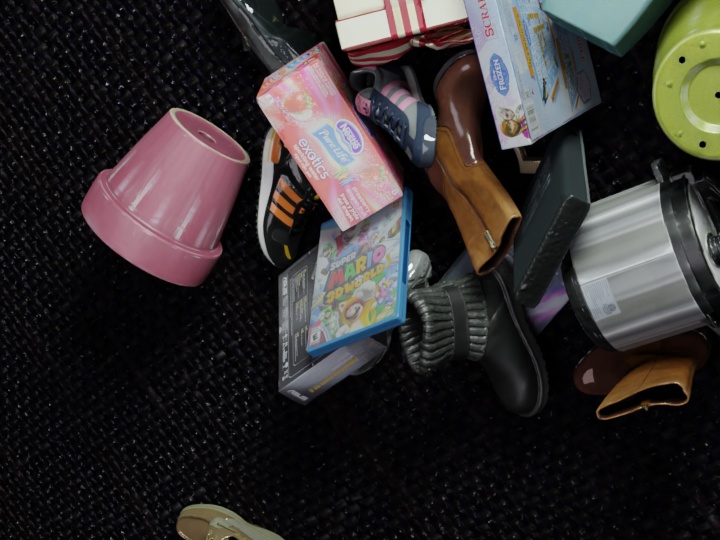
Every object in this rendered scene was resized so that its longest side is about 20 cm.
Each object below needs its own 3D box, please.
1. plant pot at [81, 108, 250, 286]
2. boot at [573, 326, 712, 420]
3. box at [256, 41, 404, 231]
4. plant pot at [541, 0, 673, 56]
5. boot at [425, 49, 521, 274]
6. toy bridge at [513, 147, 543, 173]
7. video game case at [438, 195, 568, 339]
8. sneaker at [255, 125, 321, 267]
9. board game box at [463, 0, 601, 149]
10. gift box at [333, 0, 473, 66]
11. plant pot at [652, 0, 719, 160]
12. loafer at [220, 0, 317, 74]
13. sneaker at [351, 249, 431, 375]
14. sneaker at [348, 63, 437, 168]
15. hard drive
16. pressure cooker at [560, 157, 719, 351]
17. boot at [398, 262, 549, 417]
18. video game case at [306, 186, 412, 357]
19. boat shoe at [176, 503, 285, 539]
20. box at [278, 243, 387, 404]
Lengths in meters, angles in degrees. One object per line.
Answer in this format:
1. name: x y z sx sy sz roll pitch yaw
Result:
1. plant pot: -0.248 -0.109 1.607 0.199 0.200 0.180 38 105 10
2. boot: 0.312 0.136 1.392 0.186 0.200 0.069 -14 102 30
3. box: -0.034 -0.166 1.480 0.094 0.103 0.201 -29 108 14
4. plant pot: 0.278 -0.336 1.241 0.140 0.141 0.202 30 100 14
5. boot: 0.133 -0.128 1.383 0.189 0.068 0.201 115 146 -41
6. toy bridge: 0.190 -0.216 1.429 0.066 0.027 0.203 2 110 27
7. video game case: 0.184 0.023 1.525 0.143 0.019 0.201 42 120 8
8. sneaker: -0.084 -0.094 1.587 0.089 0.070 0.203 12 111 26
9. board game box: 0.189 -0.256 1.314 0.041 0.199 0.202 -7 104 36
10. gift box: 0.060 -0.343 1.367 0.182 0.200 0.189 -11 100 16
11. plant pot: 0.386 -0.200 1.239 0.198 0.193 0.203 9 111 24
12. loafer: -0.133 -0.309 1.537 0.200 0.073 0.072 49 126 5
13. sneaker: 0.015 0.040 1.585 0.099 0.078 0.201 46 115 23
14. sneaker: 0.037 -0.183 1.419 0.081 0.201 0.071 1 123 -14
15. hard drive: 0.212 -0.066 1.348 0.033 0.201 0.141 22 119 -4
16. pressure cooker: 0.340 -0.012 1.334 0.198 0.180 0.176 -22 138 28
17. boot: 0.135 0.104 1.469 0.079 0.157 0.213 -14 99 56
18. video game case: 0.000 0.000 1.480 0.142 0.202 0.018 -23 135 32
19. boat shoe: -0.205 0.417 1.834 0.198 0.066 0.075 12 113 23
20. box: -0.040 0.051 1.553 0.048 0.202 0.158 31 127 -33
